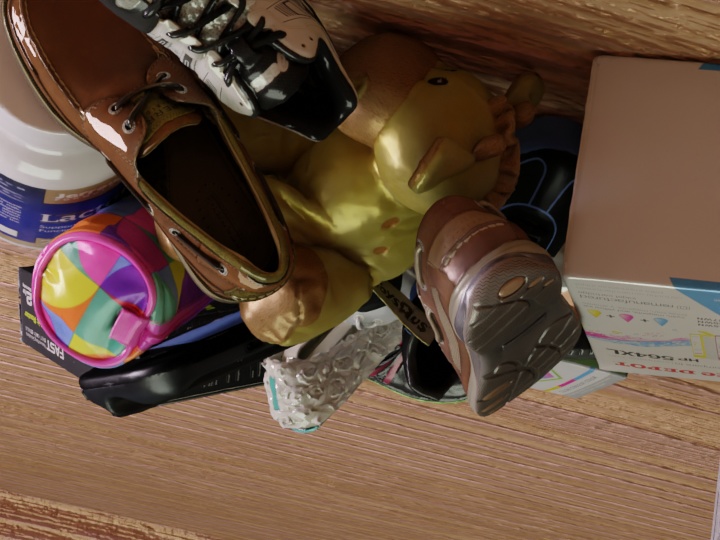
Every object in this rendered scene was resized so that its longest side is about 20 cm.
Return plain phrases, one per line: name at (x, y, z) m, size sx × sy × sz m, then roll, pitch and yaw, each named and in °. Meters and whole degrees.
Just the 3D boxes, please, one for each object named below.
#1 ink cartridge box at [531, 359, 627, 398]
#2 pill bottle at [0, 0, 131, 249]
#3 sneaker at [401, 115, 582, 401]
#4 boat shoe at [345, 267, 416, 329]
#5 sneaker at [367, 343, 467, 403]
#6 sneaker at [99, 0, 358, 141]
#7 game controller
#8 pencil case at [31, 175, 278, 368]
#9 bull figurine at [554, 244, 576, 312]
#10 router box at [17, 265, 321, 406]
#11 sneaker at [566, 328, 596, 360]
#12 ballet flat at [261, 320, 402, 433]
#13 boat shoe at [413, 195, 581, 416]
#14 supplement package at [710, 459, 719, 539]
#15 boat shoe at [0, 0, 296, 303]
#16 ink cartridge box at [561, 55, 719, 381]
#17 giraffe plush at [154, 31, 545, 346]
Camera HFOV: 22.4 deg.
ink cartridge box at (0.097, 0.042, 1.382) m, size 0.199 × 0.060 × 0.104 m, roll 14°, pitch 163°, yaw -12°
pill bottle at (-0.171, -0.090, 1.014) m, size 0.115 × 0.117 × 0.200 m, roll 13°, pitch 164°, yaw -9°
sneaker at (0.083, -0.001, 1.089) m, size 0.070 × 0.078 × 0.200 m, roll 20°, pitch 133°, yaw -11°
boat shoe at (0.000, 0.000, 1.189) m, size 0.200 × 0.069 × 0.072 m, roll 37°, pitch 177°, yaw -24°
sneaker at (0.027, 0.058, 1.456) m, size 0.198 × 0.077 × 0.084 m, roll 8°, pitch 168°, yaw 5°
sneaker at (-0.060, -0.121, 0.857) m, size 0.088 × 0.076 × 0.200 m, roll 52°, pitch -166°, yaw 28°
game controller at (-0.067, 0.035, 1.070) m, size 0.199 × 0.042 × 0.104 m, roll -23°, pitch 178°, yaw -37°
pencil case at (-0.108, -0.011, 1.060) m, size 0.088 × 0.089 × 0.200 m, roll 3°, pitch -161°, yaw 24°
bull figurine at (0.143, -0.005, 1.192) m, size 0.198 × 0.066 × 0.122 m, roll 5°, pitch 160°, yaw 16°
router box at (-0.141, 0.035, 1.311) m, size 0.149 × 0.063 × 0.200 m, roll -10°, pitch -163°, yaw -31°
sneaker at (0.166, 0.038, 1.303) m, size 0.198 × 0.074 × 0.082 m, roll 14°, pitch 165°, yaw -7°
ballet flat at (0.002, 0.028, 1.243) m, size 0.071 × 0.200 × 0.072 m, roll 25°, pitch 140°, yaw 23°
boat shoe at (0.069, 0.016, 0.964) m, size 0.072 × 0.075 × 0.200 m, roll 52°, pitch 170°, yaw 22°
supplement package at (0.335, 0.123, 1.251) m, size 0.154 × 0.202 × 0.111 m, roll 10°, pitch 165°, yaw 1°
boat shoe at (-0.097, -0.073, 0.889) m, size 0.200 × 0.072 × 0.068 m, roll 49°, pitch 167°, yaw -7°
ink cartridge box at (0.193, -0.017, 1.007) m, size 0.128 × 0.126 × 0.200 m, roll 6°, pitch 162°, yaw 16°
giraffe plush at (0.010, -0.056, 0.986) m, size 0.199 × 0.173 × 0.162 m, roll 29°, pitch 136°, yaw -20°
